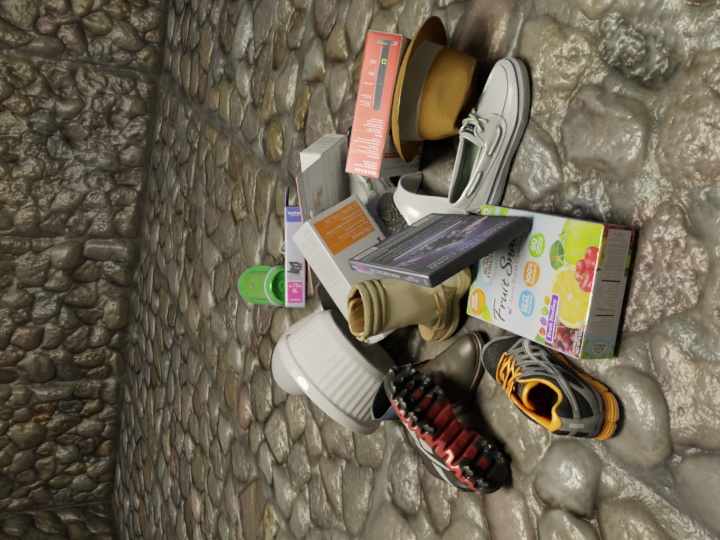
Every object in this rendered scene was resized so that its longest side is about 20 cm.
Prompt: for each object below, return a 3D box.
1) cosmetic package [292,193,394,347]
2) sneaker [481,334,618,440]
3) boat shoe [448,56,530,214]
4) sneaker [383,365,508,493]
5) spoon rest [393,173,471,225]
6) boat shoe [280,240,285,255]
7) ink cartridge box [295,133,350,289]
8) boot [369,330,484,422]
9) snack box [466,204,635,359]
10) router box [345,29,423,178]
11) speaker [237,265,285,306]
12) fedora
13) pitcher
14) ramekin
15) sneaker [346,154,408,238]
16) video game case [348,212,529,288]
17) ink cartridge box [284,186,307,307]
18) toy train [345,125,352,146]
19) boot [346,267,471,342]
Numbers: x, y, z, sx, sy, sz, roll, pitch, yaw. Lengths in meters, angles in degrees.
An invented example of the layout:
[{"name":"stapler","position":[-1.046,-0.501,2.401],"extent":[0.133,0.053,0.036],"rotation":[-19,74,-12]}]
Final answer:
[{"name":"cosmetic package","position":[0.000,0.000,1.022],"extent":[0.200,0.101,0.071],"rotation":[56,150,1]},{"name":"sneaker","position":[0.195,0.126,0.780],"extent":[0.200,0.077,0.079],"rotation":[30,116,59]},{"name":"boat shoe","position":[0.159,-0.169,0.868],"extent":[0.073,0.067,0.201],"rotation":[26,111,58]},{"name":"sneaker","position":[0.097,0.213,0.898],"extent":[0.200,0.071,0.098],"rotation":[46,149,9]},{"name":"spoon rest","position":[0.100,-0.076,0.978],"extent":[0.200,0.060,0.100],"rotation":[56,136,47]},{"name":"boat shoe","position":[-0.102,-0.061,1.301],"extent":[0.202,0.064,0.075],"rotation":[146,132,-69]},{"name":"ink cartridge box","position":[-0.068,-0.099,1.123],"extent":[0.045,0.176,0.201],"rotation":[10,124,23]},{"name":"boot","position":[0.091,0.156,0.943],"extent":[0.200,0.097,0.075],"rotation":[-62,39,39]},{"name":"snack box","position":[0.207,0.006,0.786],"extent":[0.200,0.053,0.143],"rotation":[23,107,61]},{"name":"router box","position":[0.049,-0.225,0.955],"extent":[0.049,0.200,0.180],"rotation":[14,104,17]},{"name":"speaker","position":[-0.198,0.032,1.482],"extent":[0.200,0.088,0.089],"rotation":[-2,87,61]},{"name":"fedora","position":[0.107,-0.231,0.905],"extent":[0.081,0.201,0.202],"rotation":[15,105,18]},{"name":"pitcher","position":[-0.064,0.150,1.221],"extent":[0.172,0.121,0.200],"rotation":[53,123,27]},{"name":"ramekin","position":[-0.021,0.147,1.056],"extent":[0.094,0.202,0.202],"rotation":[-46,41,7]},{"name":"sneaker","position":[0.031,-0.100,1.107],"extent":[0.100,0.078,0.201],"rotation":[103,153,-54]},{"name":"video game case","position":[0.086,-0.030,0.827],"extent":[0.200,0.143,0.019],"rotation":[14,130,63]},{"name":"ink cartridge box","position":[-0.110,-0.043,1.179],"extent":[0.119,0.042,0.201],"rotation":[-120,28,-84]},{"name":"toy train","position":[-0.038,-0.176,1.257],"extent":[0.200,0.034,0.046],"rotation":[-66,33,34]},{"name":"boot","position":[0.056,0.055,0.912],"extent":[0.200,0.155,0.073],"rotation":[98,149,-61]}]
